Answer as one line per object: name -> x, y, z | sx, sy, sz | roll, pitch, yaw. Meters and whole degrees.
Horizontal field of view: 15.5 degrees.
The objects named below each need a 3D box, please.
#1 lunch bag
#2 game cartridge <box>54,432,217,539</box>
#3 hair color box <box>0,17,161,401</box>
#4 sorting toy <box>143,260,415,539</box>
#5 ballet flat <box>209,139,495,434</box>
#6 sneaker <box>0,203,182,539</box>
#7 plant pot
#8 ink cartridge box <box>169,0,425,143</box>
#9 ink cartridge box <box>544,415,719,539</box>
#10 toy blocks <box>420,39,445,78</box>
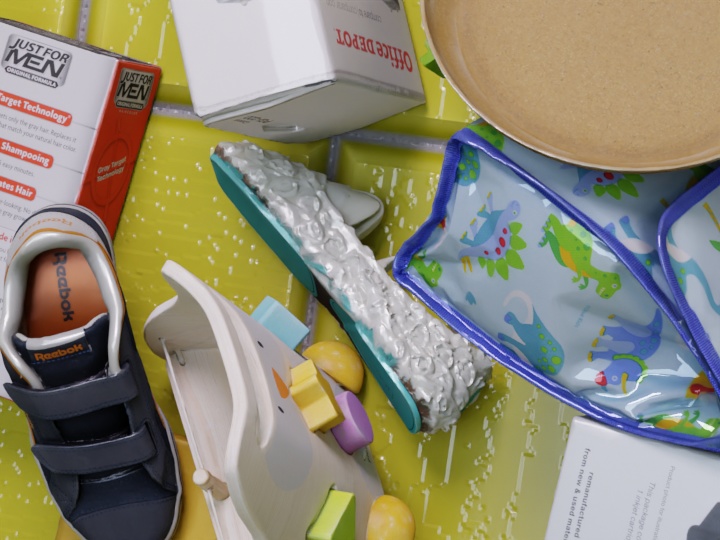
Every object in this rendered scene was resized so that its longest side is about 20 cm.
lunch bag -> 0.148, -0.009, 1.286 | 0.200, 0.170, 0.128 | 39, 132, 16
game cartridge -> -0.094, 0.196, 1.468 | 0.176, 0.032, 0.200 | 14, 91, 22
hair color box -> -0.192, -0.035, 1.496 | 0.101, 0.061, 0.200 | 20, 97, 21
sorting toy -> -0.055, 0.078, 1.352 | 0.107, 0.180, 0.200 | -22, 63, 5
ballet flat -> 0.000, 0.000, 1.424 | 0.072, 0.072, 0.200 | -42, 76, 16
sneaker -> -0.150, 0.065, 1.420 | 0.078, 0.079, 0.200 | -16, 95, 4
plant pot -> 0.128, -0.124, 1.251 | 0.200, 0.028, 0.200 | -1, 60, 2
ink cartridge box -> -0.045, -0.176, 1.394 | 0.085, 0.146, 0.200 | -13, 84, 20
ink cartridge box -> 0.207, 0.131, 1.284 | 0.200, 0.146, 0.083 | 14, 94, 21
toy blocks -> 0.093, -0.209, 1.379 | 0.200, 0.100, 0.137 | -36, 64, 16
